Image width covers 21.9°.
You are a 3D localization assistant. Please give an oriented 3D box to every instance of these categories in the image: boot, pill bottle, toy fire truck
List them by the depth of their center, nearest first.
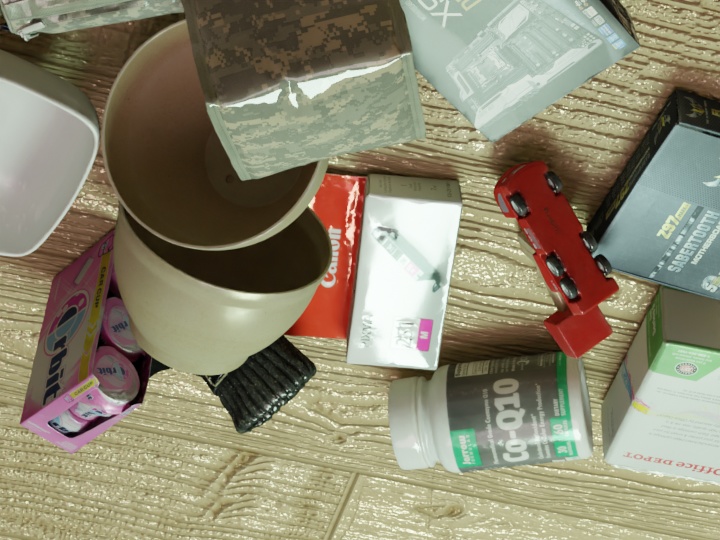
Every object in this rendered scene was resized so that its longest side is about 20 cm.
[{"bbox_3d":[0.184,-0.010,1.761,0.049,0.141,0.201,-33,97,-10],"label":"toy fire truck"},{"bbox_3d":[-0.155,0.100,1.858,0.158,0.079,0.211,51,129,-1],"label":"boot"},{"bbox_3d":[0.135,0.149,1.919,0.199,0.113,0.113,-8,136,12],"label":"pill bottle"}]

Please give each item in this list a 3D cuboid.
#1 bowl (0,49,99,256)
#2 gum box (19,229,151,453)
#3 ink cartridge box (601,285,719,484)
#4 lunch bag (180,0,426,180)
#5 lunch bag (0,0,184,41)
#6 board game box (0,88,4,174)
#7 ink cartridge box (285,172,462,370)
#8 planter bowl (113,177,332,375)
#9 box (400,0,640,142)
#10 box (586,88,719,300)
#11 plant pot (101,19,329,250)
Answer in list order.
[{"bbox_3d":[-0.338,-0.120,1.629,0.199,0.075,0.200,23,132,-19],"label":"bowl"},{"bbox_3d":[-0.257,0.070,1.798,0.066,0.201,0.113,34,131,-29],"label":"gum box"},{"bbox_3d":[0.343,0.120,1.895,0.145,0.088,0.201,10,135,-6],"label":"ink cartridge box"},{"bbox_3d":[-0.037,-0.148,1.452,0.163,0.118,0.200,-15,157,0],"label":"lunch bag"},{"bbox_3d":[-0.188,-0.266,1.461,0.199,0.168,0.140,-7,136,12],"label":"lunch bag"},{"bbox_3d":[-0.401,-0.113,1.725,0.151,0.046,0.201,5,136,-2],"label":"board game box"},{"bbox_3d":[0.000,0.000,1.790,0.173,0.044,0.201,4,124,-5],"label":"ink cartridge box"},{"bbox_3d":[-0.141,0.009,1.707,0.199,0.201,0.135,15,123,-12],"label":"planter bowl"},{"bbox_3d":[0.110,-0.215,1.529,0.157,0.050,0.200,-32,129,22],"label":"box"},{"bbox_3d":[0.319,-0.065,1.726,0.157,0.051,0.200,17,136,-12],"label":"box"},{"bbox_3d":[-0.111,-0.111,1.630,0.199,0.201,0.134,-8,173,12],"label":"plant pot"}]
